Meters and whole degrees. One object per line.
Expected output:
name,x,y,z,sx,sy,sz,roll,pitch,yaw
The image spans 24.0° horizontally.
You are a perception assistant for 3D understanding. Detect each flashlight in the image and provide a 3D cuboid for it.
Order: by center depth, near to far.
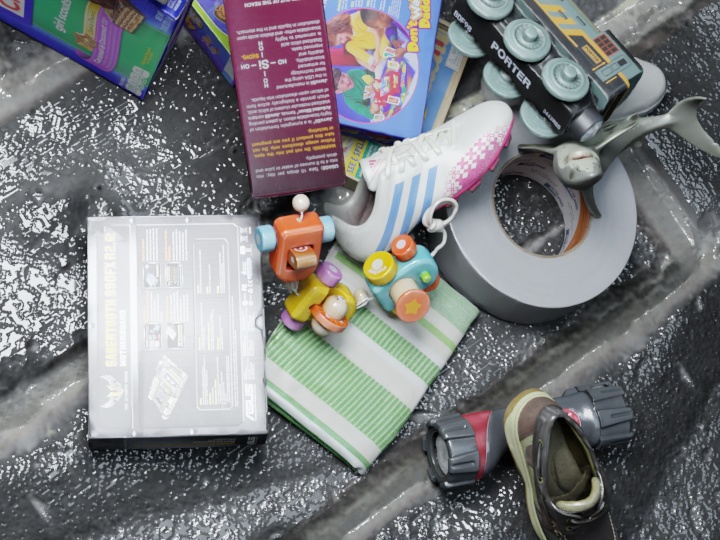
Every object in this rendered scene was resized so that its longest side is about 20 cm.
flashlight,0.158,0.153,1.571,0.198,0.068,0.069,-7,103,-20

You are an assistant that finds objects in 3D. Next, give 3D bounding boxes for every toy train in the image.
toy train,0.000,0.000,1.497,0.198,0.151,0.056,-7,45,-25
toy train,0.167,-0.208,1.566,0.113,0.085,0.200,-31,72,-31

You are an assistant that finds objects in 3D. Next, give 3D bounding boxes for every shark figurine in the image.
shark figurine,0.239,-0.100,1.608,0.213,0.127,0.091,-24,108,-40

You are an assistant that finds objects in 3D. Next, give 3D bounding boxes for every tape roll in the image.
tape roll,0.163,-0.054,1.632,0.198,0.066,0.203,5,74,-16

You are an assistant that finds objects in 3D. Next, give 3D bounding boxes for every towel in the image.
towel,0.000,0.068,1.569,0.152,0.023,0.201,38,66,-5

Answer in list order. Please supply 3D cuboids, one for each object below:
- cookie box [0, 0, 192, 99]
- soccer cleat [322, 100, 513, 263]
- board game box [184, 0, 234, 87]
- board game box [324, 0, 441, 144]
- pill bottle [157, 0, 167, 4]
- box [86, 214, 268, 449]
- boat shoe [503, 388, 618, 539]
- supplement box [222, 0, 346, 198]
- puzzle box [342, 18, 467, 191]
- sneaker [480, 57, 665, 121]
cookie box,-0.250,-0.261,1.506,0.199,0.171,0.076,29,65,-6
soccer cleat,0.051,-0.091,1.537,0.200,0.070,0.086,-44,121,6
board game box,-0.129,-0.296,1.621,0.134,0.045,0.201,-38,88,-23
board game box,0.003,-0.229,1.586,0.133,0.045,0.203,11,84,-16
pill bottle,-0.222,-0.304,1.374,0.199,0.112,0.113,35,67,-5
box,-0.162,0.053,1.493,0.156,0.048,0.203,-2,74,-7
boat shoe,0.187,0.201,1.527,0.073,0.065,0.201,-34,114,-13
supplement box,-0.067,-0.175,1.465,0.084,0.110,0.203,-8,104,-1
puzzle box,0.020,-0.170,1.643,0.132,0.025,0.202,24,69,-9
sneaker,0.230,-0.196,1.669,0.197,0.116,0.075,-2,73,-20
